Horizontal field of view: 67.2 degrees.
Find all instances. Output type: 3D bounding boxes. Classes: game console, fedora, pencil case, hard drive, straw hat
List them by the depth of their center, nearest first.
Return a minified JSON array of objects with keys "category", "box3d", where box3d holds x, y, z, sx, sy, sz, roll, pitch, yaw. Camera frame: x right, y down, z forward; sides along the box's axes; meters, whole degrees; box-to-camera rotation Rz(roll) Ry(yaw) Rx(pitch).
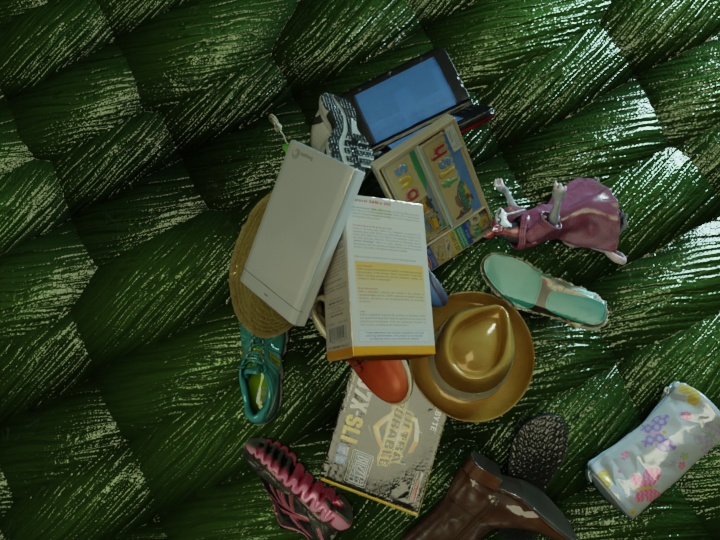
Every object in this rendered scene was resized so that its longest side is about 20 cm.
[{"category":"hard drive","box3d":[-0.079,-0.051,0.687,0.131,0.026,0.203,32,103,40]},{"category":"pencil case","box3d":[0.415,0.251,0.762,0.200,0.083,0.091,-44,88,1]},{"category":"straw hat","box3d":[-0.095,-0.004,0.768,0.199,0.084,0.205,-7,79,39]},{"category":"fedora","box3d":[0.165,0.110,0.773,0.197,0.082,0.204,1,64,-2]},{"category":"game console","box3d":[0.078,-0.252,0.833,0.198,0.173,0.120,-26,109,3]}]

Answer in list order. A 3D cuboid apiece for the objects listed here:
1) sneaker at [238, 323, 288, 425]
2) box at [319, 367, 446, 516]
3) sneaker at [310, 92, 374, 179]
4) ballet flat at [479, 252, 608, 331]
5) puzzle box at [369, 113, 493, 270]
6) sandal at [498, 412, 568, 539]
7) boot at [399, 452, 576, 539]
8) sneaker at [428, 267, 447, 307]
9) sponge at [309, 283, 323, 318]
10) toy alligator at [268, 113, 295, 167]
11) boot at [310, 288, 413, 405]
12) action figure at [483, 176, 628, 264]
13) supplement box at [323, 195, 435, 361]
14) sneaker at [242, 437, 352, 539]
[{"category":"sneaker","box3d":[-0.153,0.134,0.831,0.076,0.080,0.204,-6,83,5]},{"category":"box","box3d":[0.042,0.238,0.818,0.157,0.049,0.203,17,86,9]},{"category":"sneaker","box3d":[-0.033,-0.178,0.808,0.073,0.080,0.202,13,42,-24]},{"category":"ballet flat","box3d":[0.267,0.037,0.808,0.198,0.064,0.076,28,86,10]},{"category":"puzzle box","box3d":[0.111,-0.106,0.791,0.132,0.025,0.201,-33,124,-1]},{"category":"sandal","box3d":[0.245,0.298,0.797,0.074,0.048,0.204,17,99,9]},{"category":"boot","box3d":[0.174,0.382,0.768,0.185,0.064,0.202,34,105,8]},{"category":"sneaker","box3d":[0.041,-0.003,0.802,0.199,0.074,0.083,39,84,14]},{"category":"sponge","box3d":[0.000,0.000,0.854,0.110,0.030,0.203,22,86,6]},{"category":"toy alligator","box3d":[-0.099,-0.161,0.863,0.054,0.059,0.200,-40,82,-5]},{"category":"boot","box3d":[-0.002,0.110,0.753,0.075,0.107,0.201,-37,86,13]},{"category":"action figure","box3d":[0.276,-0.069,0.804,0.197,0.134,0.151,-17,110,-5]},{"category":"supplement box","box3d":[0.020,0.012,0.699,0.124,0.073,0.204,5,75,-30]},{"category":"sneaker","box3d":[-0.110,0.341,0.815,0.199,0.079,0.096,39,100,9]}]
